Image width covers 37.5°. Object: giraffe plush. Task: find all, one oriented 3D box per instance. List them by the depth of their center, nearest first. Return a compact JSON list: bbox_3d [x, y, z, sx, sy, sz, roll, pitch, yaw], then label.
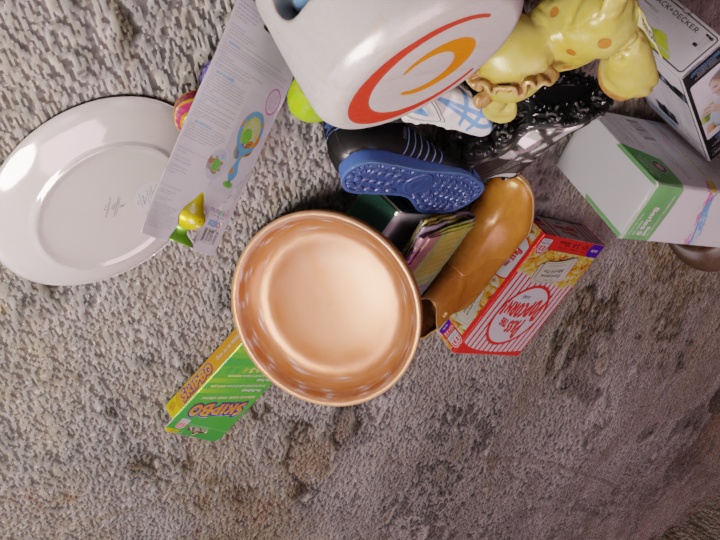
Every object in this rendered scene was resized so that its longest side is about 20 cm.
[{"bbox_3d":[0.168,-0.208,0.950,0.161,0.200,0.173,-20,114,14],"label":"giraffe plush"}]

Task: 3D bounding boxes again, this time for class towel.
[{"bbox_3d":[0.041,0.018,1.119,0.200,0.023,0.143,-54,165,24],"label":"towel"}]

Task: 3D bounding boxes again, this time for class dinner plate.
[{"bbox_3d":[-0.214,-0.057,0.894,0.199,0.024,0.201,-27,146,-20],"label":"dinner plate"}]

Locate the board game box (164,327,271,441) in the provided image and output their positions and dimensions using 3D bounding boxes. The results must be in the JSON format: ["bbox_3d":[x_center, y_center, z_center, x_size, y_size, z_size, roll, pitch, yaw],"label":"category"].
[{"bbox_3d":[-0.129,0.108,1.170,0.200,0.030,0.095,-49,145,9],"label":"board game box"}]

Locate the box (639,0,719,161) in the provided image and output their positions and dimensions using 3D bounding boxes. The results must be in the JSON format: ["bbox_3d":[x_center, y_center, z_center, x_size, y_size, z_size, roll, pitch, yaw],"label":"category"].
[{"bbox_3d":[0.359,-0.218,1.182,0.060,0.117,0.200,-40,149,6],"label":"box"}]

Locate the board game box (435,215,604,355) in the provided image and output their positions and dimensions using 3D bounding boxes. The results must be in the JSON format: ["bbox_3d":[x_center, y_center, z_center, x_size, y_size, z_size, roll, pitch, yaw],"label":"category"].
[{"bbox_3d":[0.208,0.023,1.380,0.151,0.046,0.200,6,126,-48],"label":"board game box"}]

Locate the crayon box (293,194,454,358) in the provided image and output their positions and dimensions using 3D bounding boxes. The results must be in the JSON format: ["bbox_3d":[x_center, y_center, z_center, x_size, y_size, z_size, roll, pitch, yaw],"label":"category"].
[{"bbox_3d":[0.000,0.000,1.124,0.200,0.051,0.127,-54,158,20],"label":"crayon box"}]

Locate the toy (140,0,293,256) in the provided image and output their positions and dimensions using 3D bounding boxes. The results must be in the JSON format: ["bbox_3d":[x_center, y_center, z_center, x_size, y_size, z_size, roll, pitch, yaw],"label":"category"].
[{"bbox_3d":[-0.123,-0.118,0.867,0.115,0.047,0.201,22,89,-66],"label":"toy"}]

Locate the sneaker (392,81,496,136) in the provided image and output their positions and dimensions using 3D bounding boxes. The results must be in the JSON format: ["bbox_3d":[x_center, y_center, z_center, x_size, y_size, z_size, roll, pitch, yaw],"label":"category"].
[{"bbox_3d":[0.057,-0.163,0.991,0.073,0.072,0.200,-49,143,18],"label":"sneaker"}]

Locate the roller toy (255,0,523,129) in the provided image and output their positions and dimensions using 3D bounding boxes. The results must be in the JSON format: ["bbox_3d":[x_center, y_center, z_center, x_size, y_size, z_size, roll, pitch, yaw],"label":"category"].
[{"bbox_3d":[0.020,-0.212,0.810,0.199,0.140,0.183,-28,169,-10],"label":"roller toy"}]

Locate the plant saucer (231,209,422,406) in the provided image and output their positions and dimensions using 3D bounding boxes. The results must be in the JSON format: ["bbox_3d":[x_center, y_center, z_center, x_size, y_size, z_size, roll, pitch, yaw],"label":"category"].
[{"bbox_3d":[-0.032,0.035,1.050,0.201,0.200,0.037,-56,173,24],"label":"plant saucer"}]

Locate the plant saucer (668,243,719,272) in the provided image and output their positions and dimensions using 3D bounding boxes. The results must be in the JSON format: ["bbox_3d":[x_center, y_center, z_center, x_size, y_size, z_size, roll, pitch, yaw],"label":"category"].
[{"bbox_3d":[0.446,-0.099,1.341,0.032,0.201,0.201,9,126,-29],"label":"plant saucer"}]

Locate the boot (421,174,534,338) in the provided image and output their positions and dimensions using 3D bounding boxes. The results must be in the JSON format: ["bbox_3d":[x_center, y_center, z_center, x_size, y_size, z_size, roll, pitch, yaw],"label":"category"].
[{"bbox_3d":[0.122,-0.010,1.204,0.144,0.071,0.202,-43,161,-35],"label":"boot"}]

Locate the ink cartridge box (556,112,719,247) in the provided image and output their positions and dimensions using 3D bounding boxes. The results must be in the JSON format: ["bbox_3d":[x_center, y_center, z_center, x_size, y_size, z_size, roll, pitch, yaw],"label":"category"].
[{"bbox_3d":[0.356,-0.106,1.256,0.199,0.146,0.088,1,130,-34],"label":"ink cartridge box"}]

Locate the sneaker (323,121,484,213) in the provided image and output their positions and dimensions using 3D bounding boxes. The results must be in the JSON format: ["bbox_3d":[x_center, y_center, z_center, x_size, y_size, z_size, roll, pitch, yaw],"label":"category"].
[{"bbox_3d":[0.045,-0.110,1.027,0.070,0.078,0.199,-36,152,31],"label":"sneaker"}]

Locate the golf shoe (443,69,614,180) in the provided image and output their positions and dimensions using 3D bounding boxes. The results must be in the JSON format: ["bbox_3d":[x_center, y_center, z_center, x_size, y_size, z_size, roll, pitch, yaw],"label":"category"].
[{"bbox_3d":[0.173,-0.151,1.128,0.199,0.078,0.095,-20,153,-16],"label":"golf shoe"}]
